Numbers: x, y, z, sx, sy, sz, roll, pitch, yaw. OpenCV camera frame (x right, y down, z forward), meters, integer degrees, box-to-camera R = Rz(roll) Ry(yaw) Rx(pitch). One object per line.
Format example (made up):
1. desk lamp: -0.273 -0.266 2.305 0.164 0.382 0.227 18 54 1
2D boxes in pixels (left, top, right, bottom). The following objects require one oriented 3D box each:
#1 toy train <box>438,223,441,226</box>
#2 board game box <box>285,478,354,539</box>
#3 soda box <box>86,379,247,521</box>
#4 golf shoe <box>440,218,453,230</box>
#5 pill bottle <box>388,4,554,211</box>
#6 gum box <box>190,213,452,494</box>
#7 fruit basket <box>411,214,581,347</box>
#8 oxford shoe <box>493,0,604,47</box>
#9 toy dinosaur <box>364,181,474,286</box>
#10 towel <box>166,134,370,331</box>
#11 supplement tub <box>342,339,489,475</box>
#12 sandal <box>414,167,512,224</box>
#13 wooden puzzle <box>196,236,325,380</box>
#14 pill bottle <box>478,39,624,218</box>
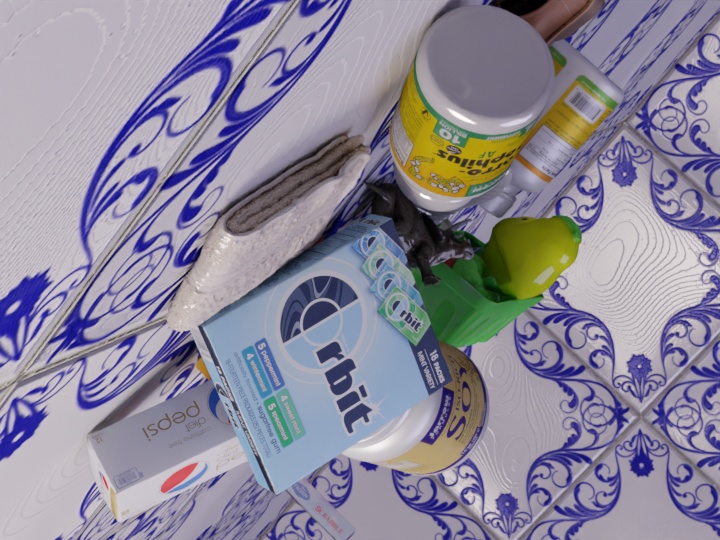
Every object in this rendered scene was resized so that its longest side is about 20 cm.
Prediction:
1. toy train: 0.078 -0.071 1.660 0.200 0.042 0.056 -41 160 -36
2. board game box: -0.093 0.440 2.631 0.041 0.200 0.200 -45 171 -10
3. soda box: -0.143 0.148 1.245 0.199 0.064 0.068 -23 154 -21
4. golf shoe: 0.046 0.015 1.719 0.200 0.078 0.097 -51 -179 19
5. pill bottle: 0.085 -0.127 1.169 0.113 0.113 0.200 -44 172 -22
6. gum box: -0.032 0.071 1.213 0.200 0.170 0.045 -30 -158 -22
7. fruit basket: 0.153 -0.008 1.613 0.216 0.155 0.216 -43 160 -19
8. oxford shoe: 0.128 -0.208 1.245 0.071 0.071 0.200 18 122 -47
9. toy dinosaur: 0.039 -0.042 1.428 0.077 0.200 0.103 -22 -131 28
10. towel: -0.070 -0.031 1.110 0.200 0.034 0.133 -38 167 -46
11. supplement tub: 0.034 0.127 1.402 0.145 0.145 0.200 -48 152 8
12. sandal: 0.086 -0.095 1.473 0.202 0.082 0.050 -26 -126 55
13. wooden puzzle: -0.091 0.047 1.353 0.185 0.046 0.200 -53 175 37
14. pill bottle: 0.195 -0.161 1.574 0.200 0.111 0.111 -49 172 13
